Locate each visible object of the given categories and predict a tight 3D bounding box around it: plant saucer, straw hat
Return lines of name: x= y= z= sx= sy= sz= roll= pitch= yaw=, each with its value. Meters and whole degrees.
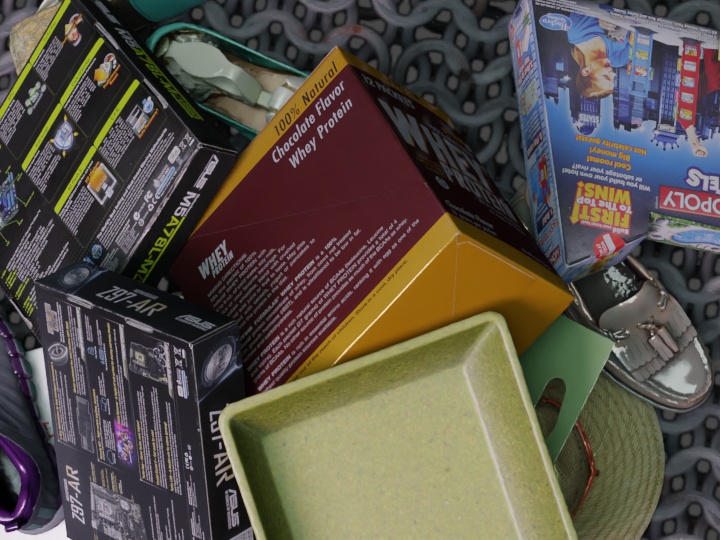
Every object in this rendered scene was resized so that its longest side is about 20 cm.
plant saucer: x=0.026 y=0.151 z=1.398 sx=0.198 sy=0.048 sz=0.201 roll=-19 pitch=91 yaw=-15
straw hat: x=0.119 y=0.140 z=1.544 sx=0.199 sy=0.085 sz=0.203 roll=-1 pitch=87 yaw=11

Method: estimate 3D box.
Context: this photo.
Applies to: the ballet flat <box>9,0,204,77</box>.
ballet flat: x=-0.177 y=-0.207 z=1.632 sx=0.199 sy=0.071 sz=0.071 roll=-32 pitch=82 yaw=7

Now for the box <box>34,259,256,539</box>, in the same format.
box: x=-0.142 y=0.110 z=1.464 sx=0.159 sy=0.043 sz=0.202 roll=18 pitch=122 yaw=41

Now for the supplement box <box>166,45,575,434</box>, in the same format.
supplement box: x=0.000 y=0.000 z=1.491 sx=0.197 sy=0.132 sz=0.201 roll=-47 pitch=47 yaw=16

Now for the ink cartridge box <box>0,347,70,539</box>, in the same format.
ink cartridge box: x=-0.244 y=0.165 z=1.617 sx=0.115 sy=0.067 sz=0.202 roll=-13 pitch=84 yaw=9

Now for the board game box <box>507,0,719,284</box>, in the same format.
board game box: x=0.192 y=-0.075 z=1.519 sx=0.198 sy=0.062 sz=0.202 roll=12 pitch=69 yaw=-8

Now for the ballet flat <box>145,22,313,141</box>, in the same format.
ballet flat: x=-0.073 y=-0.126 z=1.602 sx=0.199 sy=0.070 sz=0.068 roll=23 pitch=91 yaw=10

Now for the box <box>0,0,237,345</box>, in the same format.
box: x=-0.196 y=-0.063 z=1.558 sx=0.193 sy=0.047 sz=0.201 roll=48 pitch=114 yaw=37

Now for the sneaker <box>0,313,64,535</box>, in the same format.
sneaker: x=-0.268 y=0.092 z=1.547 sx=0.074 sy=0.088 sz=0.201 roll=-32 pitch=82 yaw=7

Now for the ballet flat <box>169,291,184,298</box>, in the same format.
ballet flat: x=-0.164 y=0.019 z=1.615 sx=0.067 sy=0.067 sz=0.201 roll=-31 pitch=80 yaw=1

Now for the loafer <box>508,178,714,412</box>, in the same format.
loafer: x=0.175 y=0.016 z=1.547 sx=0.072 sy=0.063 sz=0.200 roll=-39 pitch=80 yaw=-11

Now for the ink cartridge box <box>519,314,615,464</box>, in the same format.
ink cartridge box: x=0.067 y=0.071 z=1.525 sx=0.200 sy=0.048 sz=0.146 roll=29 pitch=92 yaw=50
